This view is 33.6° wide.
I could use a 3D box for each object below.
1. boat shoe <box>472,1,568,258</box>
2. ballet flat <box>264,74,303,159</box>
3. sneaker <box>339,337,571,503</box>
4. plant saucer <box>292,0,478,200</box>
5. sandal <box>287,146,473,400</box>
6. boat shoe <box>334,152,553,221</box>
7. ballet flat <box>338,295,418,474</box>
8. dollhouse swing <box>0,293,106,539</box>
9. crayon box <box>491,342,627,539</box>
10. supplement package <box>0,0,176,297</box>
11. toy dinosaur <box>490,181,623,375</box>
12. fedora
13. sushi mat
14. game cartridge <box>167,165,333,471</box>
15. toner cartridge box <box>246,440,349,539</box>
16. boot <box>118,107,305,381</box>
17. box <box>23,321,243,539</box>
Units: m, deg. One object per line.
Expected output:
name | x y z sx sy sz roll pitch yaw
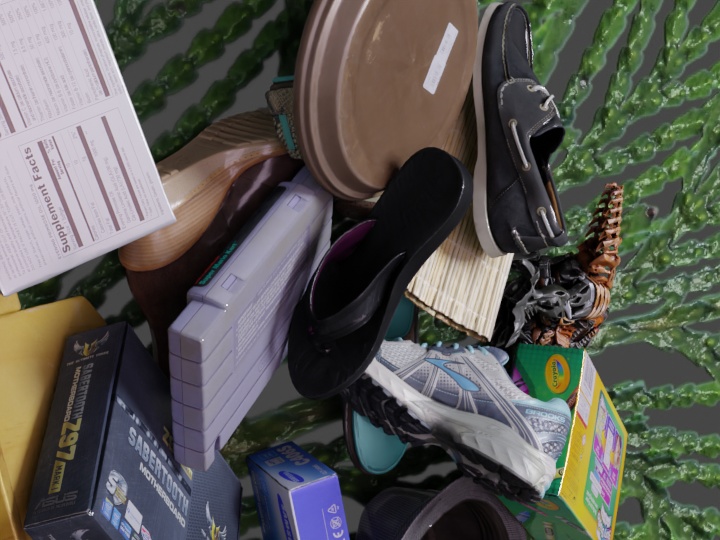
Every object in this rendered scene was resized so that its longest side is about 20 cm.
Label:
boat shoe | 0.124 -0.110 0.900 0.072 0.067 0.201 23 63 -55
ballet flat | 0.003 -0.120 0.887 0.200 0.068 0.076 -26 111 -50
sneaker | 0.063 0.089 0.884 0.199 0.078 0.086 31 64 11
plant saucer | 0.026 -0.143 0.829 0.200 0.029 0.201 -35 135 -44
sandal | 0.000 -0.001 0.831 0.048 0.075 0.201 17 109 -52
boat shoe | 0.067 -0.079 0.963 0.201 0.075 0.075 -1 84 -32
ballet flat | 0.014 0.058 0.950 0.068 0.068 0.201 3 97 -25
dollhouse swing | -0.261 0.123 0.797 0.181 0.176 0.201 -15 92 2
crayon box | 0.167 0.154 0.976 0.200 0.058 0.119 52 47 -55
supplement package | -0.218 -0.088 0.739 0.110 0.200 0.156 -25 108 -21
toy dinosaur | 0.159 0.015 0.995 0.135 0.102 0.201 8 102 -28
fedora | 0.052 0.242 0.972 0.177 0.090 0.201 -41 128 -28
sushi mat | 0.087 -0.052 0.919 0.095 0.012 0.201 30 63 -24
game cartridge | -0.074 0.026 0.833 0.200 0.038 0.130 -55 154 -46
toner cartridge box | -0.037 0.244 0.938 0.043 0.095 0.201 -16 104 -23
boot | -0.091 -0.022 0.900 0.200 0.072 0.167 -29 127 -33
box | -0.144 0.158 0.811 0.051 0.158 0.200 -15 131 12
